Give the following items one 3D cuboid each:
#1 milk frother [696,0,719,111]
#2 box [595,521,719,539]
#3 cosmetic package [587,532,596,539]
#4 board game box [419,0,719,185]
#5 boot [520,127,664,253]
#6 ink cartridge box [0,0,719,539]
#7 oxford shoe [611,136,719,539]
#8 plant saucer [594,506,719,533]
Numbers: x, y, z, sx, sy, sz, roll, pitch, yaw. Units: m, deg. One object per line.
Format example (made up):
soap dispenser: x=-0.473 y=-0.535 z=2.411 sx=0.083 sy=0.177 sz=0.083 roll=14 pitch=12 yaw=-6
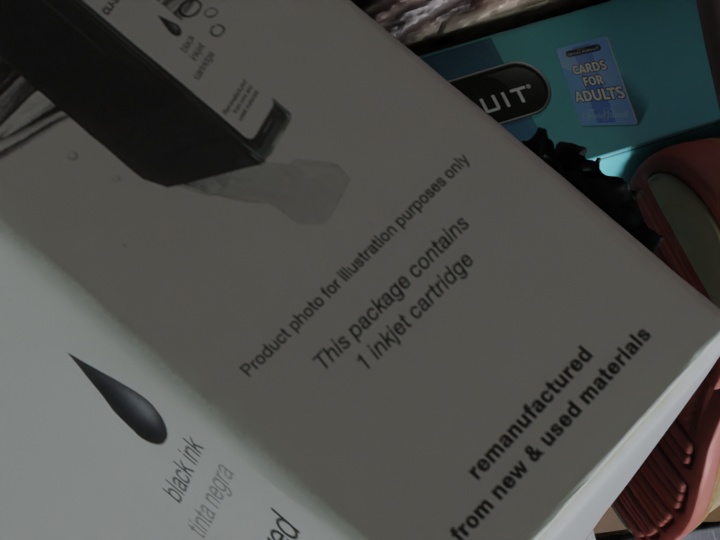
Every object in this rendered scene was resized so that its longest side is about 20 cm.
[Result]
milk frother: x=0.171 y=-0.066 z=0.594 sx=0.199 sy=0.189 sz=0.180 roll=-17 pitch=154 yaw=17
box: x=0.038 y=0.123 z=0.990 sx=0.199 sy=0.049 sz=0.158 roll=-8 pitch=175 yaw=-7
cosmetic package: x=0.040 y=0.146 z=0.854 sx=0.081 sy=0.201 sz=0.113 roll=-17 pitch=-177 yaw=-7
board game box: x=0.000 y=0.000 z=0.803 sx=0.199 sy=0.047 sz=0.151 roll=-18 pitch=157 yaw=-22
boot: x=-0.013 y=0.061 z=0.678 sx=0.162 sy=0.073 sz=0.198 roll=-39 pitch=-172 yaw=48
ink cartridge box: x=-0.051 y=0.003 z=0.529 sx=0.084 sy=0.200 sz=0.144 roll=-43 pitch=169 yaw=-31
oxford shoe: x=0.109 y=0.020 z=0.818 sx=0.075 sy=0.071 sz=0.200 roll=-25 pitch=160 yaw=-19
plant saucer: x=0.143 y=0.107 z=1.227 sx=0.199 sy=0.030 sz=0.200 roll=-23 pitch=157 yaw=-11
